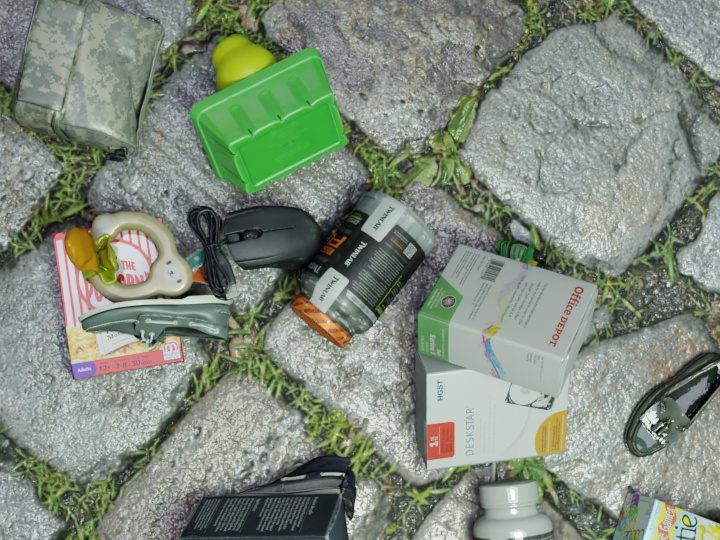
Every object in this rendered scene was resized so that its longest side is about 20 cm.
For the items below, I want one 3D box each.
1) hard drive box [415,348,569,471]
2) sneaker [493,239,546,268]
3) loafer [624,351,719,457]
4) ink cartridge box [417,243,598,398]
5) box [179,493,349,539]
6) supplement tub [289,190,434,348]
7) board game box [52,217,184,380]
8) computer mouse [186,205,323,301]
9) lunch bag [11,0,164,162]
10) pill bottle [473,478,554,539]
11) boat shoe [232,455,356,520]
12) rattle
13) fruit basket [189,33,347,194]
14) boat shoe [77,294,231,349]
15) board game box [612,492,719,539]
[{"bbox_3d":[0.179,0.180,1.484,0.199,0.077,0.157,-6,115,-7],"label":"hard drive box"},{"bbox_3d":[0.186,0.049,1.542,0.085,0.078,0.201,28,84,20],"label":"sneaker"},{"bbox_3d":[0.461,0.190,1.558,0.200,0.063,0.072,-43,90,-10],"label":"loafer"},{"bbox_3d":[0.193,0.064,1.419,0.199,0.084,0.145,17,48,19],"label":"ink cartridge box"},{"bbox_3d":[-0.115,0.378,1.393,0.199,0.104,0.149,-3,109,11],"label":"box"},{"bbox_3d":[0.000,0.000,1.489,0.122,0.123,0.200,39,80,-2],"label":"supplement tub"},{"bbox_3d":[-0.331,0.039,1.480,0.151,0.046,0.201,-10,85,-9],"label":"board game box"},{"bbox_3d":[-0.126,-0.041,1.471,0.199,0.053,0.139,-10,73,-36],"label":"computer mouse"},{"bbox_3d":[-0.363,-0.263,1.462,0.167,0.139,0.201,13,83,-5],"label":"lunch bag"},{"bbox_3d":[0.213,0.392,1.481,0.110,0.111,0.201,-5,85,-8],"label":"pill bottle"},{"bbox_3d":[-0.096,0.307,1.478,0.199,0.093,0.075,-7,119,15],"label":"boat shoe"},{"bbox_3d":[-0.268,-0.020,1.406,0.199,0.143,0.131,18,63,0],"label":"rattle"},{"bbox_3d":[-0.139,-0.232,1.508,0.214,0.156,0.216,-9,45,9],"label":"fruit basket"},{"bbox_3d":[-0.269,0.071,1.426,0.199,0.073,0.062,-5,81,-14],"label":"boat shoe"},{"bbox_3d":[0.468,0.398,1.516,0.199,0.105,0.104,21,81,-5],"label":"board game box"}]
